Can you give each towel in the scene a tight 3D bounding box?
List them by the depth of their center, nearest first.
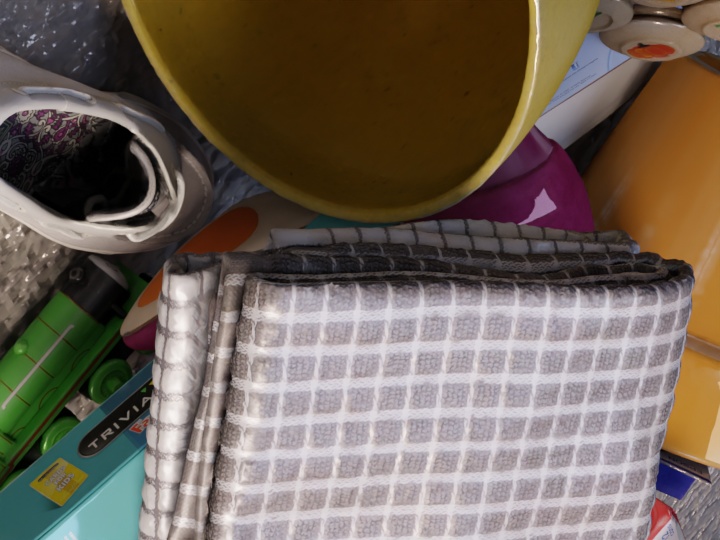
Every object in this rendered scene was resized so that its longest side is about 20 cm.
[{"bbox_3d":[0.021,0.069,0.761,0.199,0.086,0.166,-2,111,-28],"label":"towel"}]

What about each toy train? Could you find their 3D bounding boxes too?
[{"bbox_3d":[-0.157,0.074,0.885,0.200,0.042,0.056,-52,138,-7],"label":"toy train"}]

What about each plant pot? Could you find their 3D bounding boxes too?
[{"bbox_3d":[0.020,-0.139,0.793,0.142,0.200,0.201,-37,145,-43],"label":"plant pot"},{"bbox_3d":[0.192,-0.015,1.131,0.200,0.200,0.184,1,116,-55],"label":"plant pot"}]

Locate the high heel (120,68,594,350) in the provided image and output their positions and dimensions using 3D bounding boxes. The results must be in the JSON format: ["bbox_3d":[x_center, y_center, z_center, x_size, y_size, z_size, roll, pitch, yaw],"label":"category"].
[{"bbox_3d":[0.000,0.000,0.874,0.200,0.067,0.096,-34,114,1],"label":"high heel"}]

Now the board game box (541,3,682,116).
[{"bbox_3d":[0.098,-0.128,0.976,0.200,0.019,0.103,-33,140,8],"label":"board game box"}]

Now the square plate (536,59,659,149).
[{"bbox_3d":[0.100,-0.125,1.065,0.198,0.028,0.200,-38,145,-29],"label":"square plate"}]

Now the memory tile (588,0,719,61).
[{"bbox_3d":[0.148,-0.129,0.883,0.153,0.200,0.017,17,73,-39],"label":"memory tile"}]

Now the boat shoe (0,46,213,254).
[{"bbox_3d":[-0.106,-0.042,0.814,0.072,0.068,0.200,-56,151,-2],"label":"boat shoe"}]

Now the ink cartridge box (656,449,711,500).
[{"bbox_3d":[0.142,0.078,1.158,0.200,0.094,0.037,-73,-172,-77],"label":"ink cartridge box"}]

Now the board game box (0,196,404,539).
[{"bbox_3d":[-0.032,0.090,0.824,0.200,0.047,0.151,-41,122,-10],"label":"board game box"}]

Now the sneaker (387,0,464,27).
[{"bbox_3d":[0.012,-0.063,0.948,0.200,0.077,0.076,-52,-170,43],"label":"sneaker"}]

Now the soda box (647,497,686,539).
[{"bbox_3d":[0.072,0.110,1.078,0.070,0.200,0.063,-47,147,-15],"label":"soda box"}]
